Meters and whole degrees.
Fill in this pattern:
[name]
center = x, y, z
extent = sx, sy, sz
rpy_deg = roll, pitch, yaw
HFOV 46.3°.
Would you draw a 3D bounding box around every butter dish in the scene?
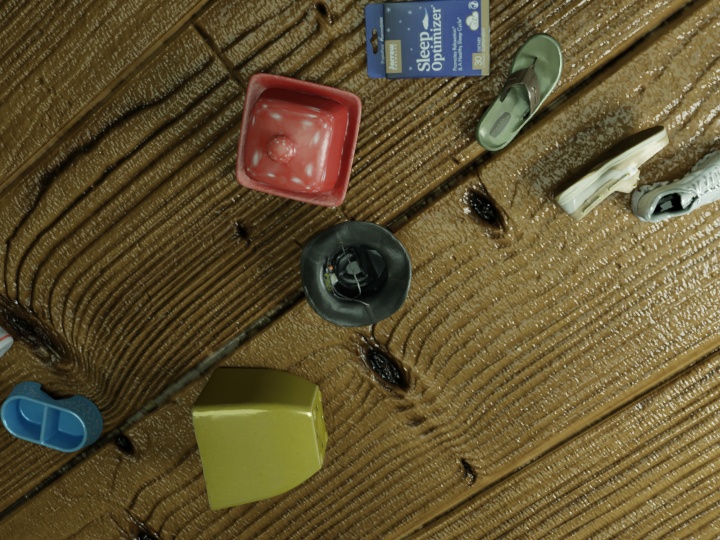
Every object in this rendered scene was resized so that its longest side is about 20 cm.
[butter dish]
center = -0.114, -0.204, 1.367
extent = 0.199, 0.148, 0.200
rpy_deg = 13, 107, 5

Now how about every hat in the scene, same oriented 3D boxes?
[hat]
center = 0.000, 0.000, 1.442
extent = 0.200, 0.081, 0.201
rpy_deg = 5, 106, 17

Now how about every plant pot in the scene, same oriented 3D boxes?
[plant pot]
center = -0.166, 0.284, 1.498
extent = 0.200, 0.194, 0.196
rpy_deg = -8, 104, 5

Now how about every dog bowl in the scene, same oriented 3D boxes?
[dog bowl]
center = -0.607, 0.290, 1.642
extent = 0.200, 0.050, 0.112
rpy_deg = 16, 108, 6

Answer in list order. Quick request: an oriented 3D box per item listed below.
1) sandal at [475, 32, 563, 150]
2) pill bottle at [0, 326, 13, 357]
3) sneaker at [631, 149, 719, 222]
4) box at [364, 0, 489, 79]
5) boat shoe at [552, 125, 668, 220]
[sandal]
center = 0.254, -0.275, 1.330
extent = 0.080, 0.057, 0.201
rpy_deg = 29, 108, 0
[pill bottle]
center = -0.766, 0.100, 1.583
extent = 0.200, 0.112, 0.112
rpy_deg = 45, 108, -4
[sneaker]
center = 0.527, -0.127, 1.315
extent = 0.200, 0.081, 0.075
rpy_deg = -28, 98, 14
[box]
center = 0.105, -0.369, 1.344
extent = 0.200, 0.032, 0.121
rpy_deg = 0, 106, 11
[boat shoe]
center = 0.406, -0.151, 1.336
extent = 0.200, 0.074, 0.069
rpy_deg = -35, 100, 26
